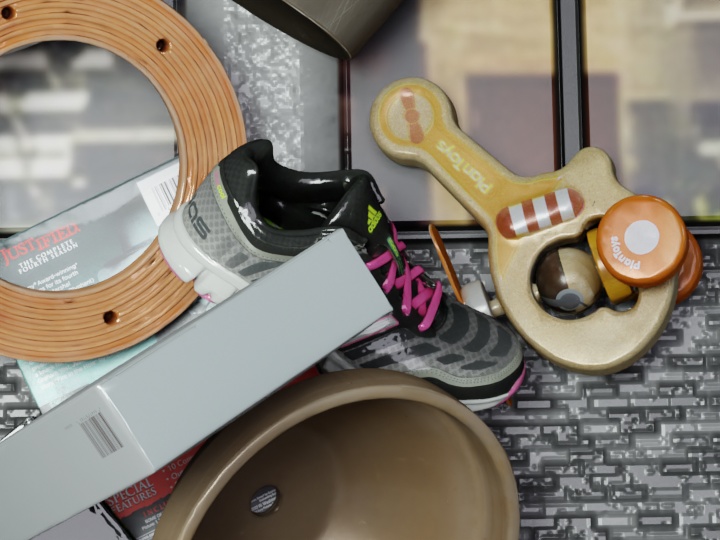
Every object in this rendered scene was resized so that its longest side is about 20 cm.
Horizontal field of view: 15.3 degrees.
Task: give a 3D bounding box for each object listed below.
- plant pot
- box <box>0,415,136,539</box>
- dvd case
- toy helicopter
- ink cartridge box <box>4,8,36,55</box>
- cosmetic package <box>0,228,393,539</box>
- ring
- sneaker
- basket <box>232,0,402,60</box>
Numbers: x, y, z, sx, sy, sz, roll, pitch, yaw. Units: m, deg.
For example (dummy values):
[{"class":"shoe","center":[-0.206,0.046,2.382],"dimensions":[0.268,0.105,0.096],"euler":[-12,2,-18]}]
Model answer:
[{"class":"plant pot","center":[-0.028,0.130,1.326],"dimensions":[0.200,0.093,0.201],"euler":[-14,119,-27]},{"class":"box","center":[-0.182,0.209,1.360],"dimensions":[0.200,0.048,0.193],"euler":[-38,92,-4]},{"class":"dvd case","center":[-0.101,0.051,1.414],"dimensions":[0.146,0.022,0.200],"euler":[-27,83,-4]},{"class":"toy helicopter","center":[0.075,-0.021,1.412],"dimensions":[0.200,0.079,0.132],"euler":[43,92,17]},{"class":"ink cartridge box","center":[-0.222,-0.216,1.424],"dimensions":[0.145,0.084,0.200],"euler":[-20,82,-3]},{"class":"cosmetic package","center":[-0.094,0.060,1.270],"dimensions":[0.151,0.200,0.052],"euler":[-36,93,-32]},{"class":"ring","center":[-0.156,-0.054,1.374],"dimensions":[0.200,0.019,0.201],"euler":[-3,98,-19]},{"class":"sneaker","center":[0.000,0.000,1.344],"dimensions":[0.200,0.074,0.088],"euler":[28,125,-2]},{"class":"basket","center":[-0.002,-0.224,1.405],"dimensions":[0.180,0.136,0.200],"euler":[32,86,-1]}]
